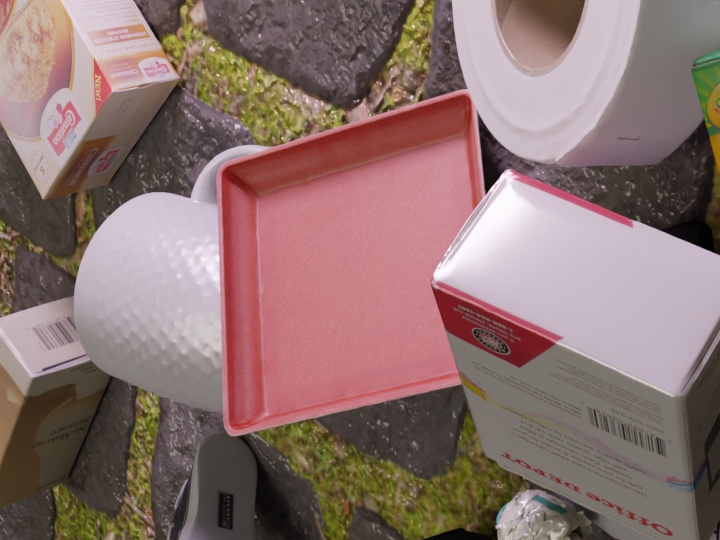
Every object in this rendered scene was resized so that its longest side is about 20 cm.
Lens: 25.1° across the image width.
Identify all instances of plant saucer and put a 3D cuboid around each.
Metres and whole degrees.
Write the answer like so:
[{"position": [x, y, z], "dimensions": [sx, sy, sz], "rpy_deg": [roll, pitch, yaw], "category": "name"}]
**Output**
[{"position": [0.000, 0.000, 1.067], "dimensions": [0.198, 0.037, 0.202], "rpy_deg": [-15, 63, 23], "category": "plant saucer"}]

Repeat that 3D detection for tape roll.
[{"position": [0.127, -0.160, 0.895], "dimensions": [0.202, 0.070, 0.205], "rpy_deg": [11, 102, 64], "category": "tape roll"}]

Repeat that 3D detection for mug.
[{"position": [-0.094, 0.006, 1.195], "dimensions": [0.174, 0.147, 0.202], "rpy_deg": [17, 91, 37], "category": "mug"}]

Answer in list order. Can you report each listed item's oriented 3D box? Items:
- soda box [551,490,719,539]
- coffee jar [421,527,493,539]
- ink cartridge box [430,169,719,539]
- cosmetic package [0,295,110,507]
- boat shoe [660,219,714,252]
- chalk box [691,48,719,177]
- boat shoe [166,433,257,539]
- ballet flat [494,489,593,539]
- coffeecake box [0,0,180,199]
[{"position": [0.208, 0.148, 0.967], "dimensions": [0.199, 0.063, 0.069], "rpy_deg": [36, 127, 34], "category": "soda box"}, {"position": [0.080, 0.277, 1.086], "dimensions": [0.085, 0.104, 0.202], "rpy_deg": [-20, 89, 3], "category": "coffee jar"}, {"position": [0.131, 0.054, 0.871], "dimensions": [0.147, 0.086, 0.200], "rpy_deg": [24, 158, 25], "category": "ink cartridge box"}, {"position": [-0.299, 0.123, 1.472], "dimensions": [0.071, 0.105, 0.201], "rpy_deg": [49, 135, 23], "category": "cosmetic package"}, {"position": [0.144, 0.008, 0.985], "dimensions": [0.199, 0.074, 0.067], "rpy_deg": [-17, 68, 62], "category": "boat shoe"}, {"position": [0.254, -0.074, 0.797], "dimensions": [0.123, 0.124, 0.202], "rpy_deg": [-14, 92, 48], "category": "chalk box"}, {"position": [-0.124, 0.225, 1.282], "dimensions": [0.201, 0.071, 0.068], "rpy_deg": [-91, 24, -45], "category": "boat shoe"}, {"position": [0.137, 0.231, 1.014], "dimensions": [0.071, 0.072, 0.202], "rpy_deg": [1, 118, 46], "category": "ballet flat"}, {"position": [-0.253, -0.187, 1.338], "dimensions": [0.201, 0.073, 0.154], "rpy_deg": [58, 135, 14], "category": "coffeecake box"}]
